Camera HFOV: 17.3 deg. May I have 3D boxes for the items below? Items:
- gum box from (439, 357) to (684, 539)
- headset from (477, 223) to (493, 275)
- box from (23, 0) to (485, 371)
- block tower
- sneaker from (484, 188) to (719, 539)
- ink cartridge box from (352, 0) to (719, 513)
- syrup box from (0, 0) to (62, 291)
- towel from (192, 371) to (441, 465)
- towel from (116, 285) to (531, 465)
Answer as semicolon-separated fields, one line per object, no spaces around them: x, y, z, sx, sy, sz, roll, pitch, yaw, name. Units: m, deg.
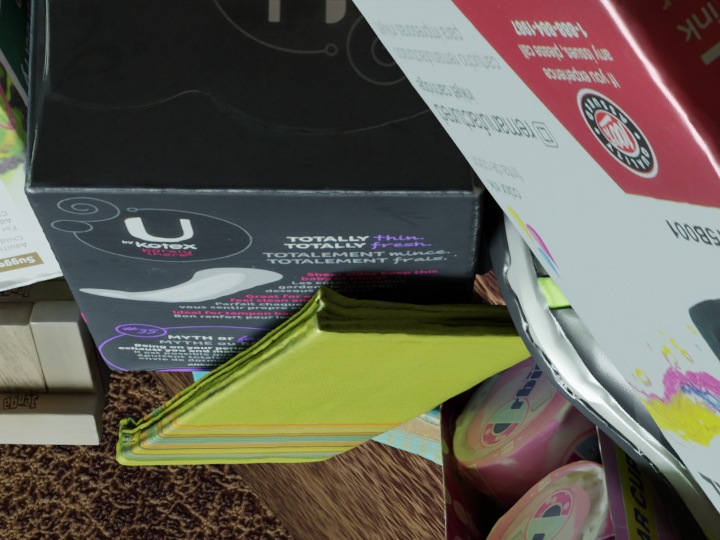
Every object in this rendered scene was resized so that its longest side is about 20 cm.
0.086;0.108;0.715;0.113;0.066;0.200;43;-158;-21;gum box
0.000;0.000;0.878;0.200;0.124;0.094;38;178;-25;headset
-0.026;-0.042;0.703;0.200;0.122;0.106;90;180;-75;box
-0.109;-0.032;0.857;0.058;0.054;0.200;84;-172;-49;block tower
0.117;0.032;0.659;0.200;0.072;0.083;54;137;4;sneaker
0.103;0.000;0.468;0.200;0.083;0.146;54;170;-15;ink cartridge box
-0.149;-0.081;0.726;0.200;0.081;0.079;64;-162;-50;syrup box
0.006;0.064;1.082;0.200;0.022;0.147;20;171;7;towel
-0.011;0.036;0.761;0.200;0.086;0.018;146;121;-63;towel
